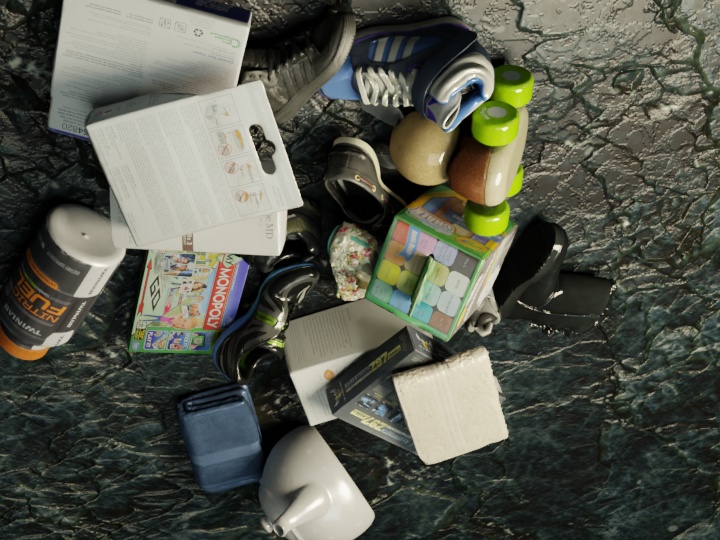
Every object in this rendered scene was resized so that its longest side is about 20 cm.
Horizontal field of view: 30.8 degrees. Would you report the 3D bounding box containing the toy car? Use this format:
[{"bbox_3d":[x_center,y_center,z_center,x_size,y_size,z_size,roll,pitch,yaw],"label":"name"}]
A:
[{"bbox_3d":[0.095,-0.157,1.578,0.200,0.158,0.164,12,132,12],"label":"toy car"}]

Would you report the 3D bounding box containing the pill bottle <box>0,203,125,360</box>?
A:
[{"bbox_3d":[-0.377,0.022,1.605,0.106,0.106,0.200,18,126,-30],"label":"pill bottle"}]

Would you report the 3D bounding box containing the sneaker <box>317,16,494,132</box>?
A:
[{"bbox_3d":[0.051,-0.208,1.473,0.200,0.147,0.081,-16,136,-1],"label":"sneaker"}]

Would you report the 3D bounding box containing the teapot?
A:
[{"bbox_3d":[-0.084,0.335,1.930,0.146,0.197,0.200,-35,136,-6],"label":"teapot"}]

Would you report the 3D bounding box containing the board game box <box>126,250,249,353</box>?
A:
[{"bbox_3d":[-0.225,0.031,1.713,0.134,0.029,0.200,3,132,-18],"label":"board game box"}]

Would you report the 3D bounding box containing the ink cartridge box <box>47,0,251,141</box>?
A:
[{"bbox_3d":[-0.233,-0.217,1.425,0.199,0.041,0.200,15,129,-7],"label":"ink cartridge box"}]

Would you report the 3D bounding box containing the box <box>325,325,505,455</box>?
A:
[{"bbox_3d":[0.076,0.169,1.780,0.158,0.051,0.200,-41,132,23],"label":"box"}]

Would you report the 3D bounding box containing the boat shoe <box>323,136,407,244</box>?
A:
[{"bbox_3d":[0.008,-0.082,1.623,0.074,0.063,0.201,3,151,25],"label":"boat shoe"}]

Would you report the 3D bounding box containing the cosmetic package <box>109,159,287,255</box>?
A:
[{"bbox_3d":[-0.188,-0.078,1.532,0.200,0.074,0.102,2,112,4],"label":"cosmetic package"}]

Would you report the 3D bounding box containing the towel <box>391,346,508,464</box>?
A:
[{"bbox_3d":[0.122,0.181,1.746,0.132,0.035,0.200,-19,137,-1],"label":"towel"}]

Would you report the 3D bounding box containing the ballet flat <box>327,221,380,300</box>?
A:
[{"bbox_3d":[0.000,0.000,1.670,0.064,0.076,0.200,21,167,13],"label":"ballet flat"}]

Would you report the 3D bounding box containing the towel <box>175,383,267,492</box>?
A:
[{"bbox_3d":[-0.202,0.248,1.920,0.111,0.049,0.200,-12,136,-4],"label":"towel"}]

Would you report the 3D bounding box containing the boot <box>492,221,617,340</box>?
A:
[{"bbox_3d":[0.282,0.017,1.814,0.162,0.073,0.198,11,137,-22],"label":"boot"}]

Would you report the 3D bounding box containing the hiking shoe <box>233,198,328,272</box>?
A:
[{"bbox_3d":[-0.137,-0.048,1.608,0.200,0.101,0.076,1,134,-17],"label":"hiking shoe"}]

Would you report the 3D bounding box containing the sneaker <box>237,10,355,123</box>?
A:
[{"bbox_3d":[-0.099,-0.227,1.471,0.104,0.060,0.200,17,133,-33],"label":"sneaker"}]

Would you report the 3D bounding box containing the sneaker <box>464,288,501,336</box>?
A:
[{"bbox_3d":[0.152,0.012,1.741,0.075,0.116,0.200,-19,136,3],"label":"sneaker"}]

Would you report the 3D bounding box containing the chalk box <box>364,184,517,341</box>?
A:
[{"bbox_3d":[0.092,-0.006,1.606,0.124,0.200,0.125,28,116,13],"label":"chalk box"}]

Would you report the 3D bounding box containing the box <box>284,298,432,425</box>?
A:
[{"bbox_3d":[0.003,0.117,1.814,0.200,0.098,0.125,-16,136,0],"label":"box"}]

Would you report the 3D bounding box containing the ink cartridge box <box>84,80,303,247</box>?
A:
[{"bbox_3d":[-0.181,-0.122,1.439,0.200,0.057,0.163,-16,121,4],"label":"ink cartridge box"}]

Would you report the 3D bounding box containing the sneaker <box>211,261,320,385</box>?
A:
[{"bbox_3d":[-0.114,0.071,1.729,0.200,0.083,0.071,-50,145,13],"label":"sneaker"}]
